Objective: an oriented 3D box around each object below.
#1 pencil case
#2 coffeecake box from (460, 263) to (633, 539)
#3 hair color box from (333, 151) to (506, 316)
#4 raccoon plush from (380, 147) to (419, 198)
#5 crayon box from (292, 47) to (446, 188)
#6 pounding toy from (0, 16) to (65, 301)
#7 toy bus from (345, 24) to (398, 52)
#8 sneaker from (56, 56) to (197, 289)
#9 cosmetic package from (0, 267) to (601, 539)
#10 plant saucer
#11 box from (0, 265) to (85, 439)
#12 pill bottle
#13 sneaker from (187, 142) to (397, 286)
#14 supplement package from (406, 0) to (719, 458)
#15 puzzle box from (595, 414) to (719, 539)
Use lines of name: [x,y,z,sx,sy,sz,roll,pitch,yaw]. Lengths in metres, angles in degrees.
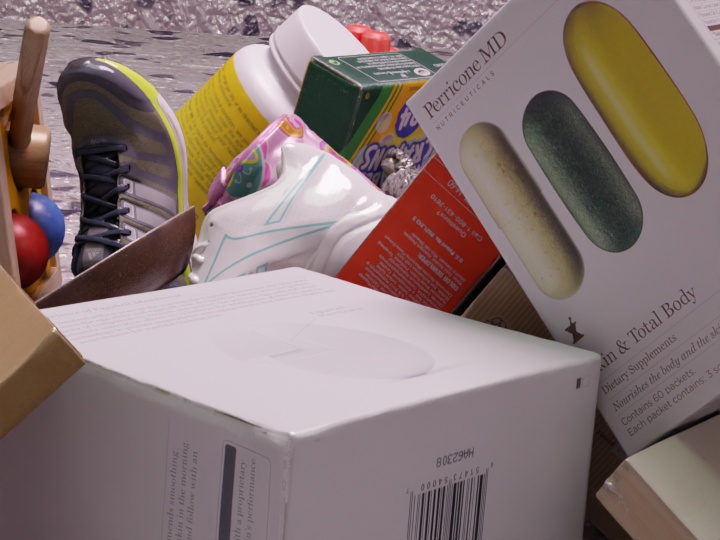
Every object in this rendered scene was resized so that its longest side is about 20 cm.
pencil case: [0.000,0.000,1.098,0.200,0.087,0.087,45,18,1]
coffeecake box: [0.132,0.053,0.987,0.153,0.073,0.200,41,19,5]
hair color box: [0.023,0.013,0.993,0.064,0.200,0.111,41,21,6]
raccoon plush: [0.067,-0.019,1.271,0.096,0.135,0.200,11,15,26]
crayon box: [-0.007,-0.048,1.272,0.051,0.201,0.125,32,27,29]
pounding toy: [-0.242,-0.063,1.168,0.141,0.201,0.184,-4,14,1]
toy bus: [-0.007,-0.099,1.463,0.135,0.193,0.200,-5,15,-29]
sneaker: [-0.148,-0.035,1.159,0.073,0.201,0.081,-8,19,27]
cosmetic package: [-0.034,0.086,0.829,0.199,0.124,0.199,18,19,41]
plant saucer: [-0.169,0.029,1.027,0.200,0.032,0.200,-33,4,3]
box: [-0.212,0.075,0.759,0.200,0.021,0.163,-42,27,-8]
pill bottle: [-0.078,-0.091,1.344,0.114,0.200,0.114,40,21,-20]
sneaker: [-0.068,0.014,1.020,0.080,0.200,0.070,41,-17,3]
supplement package: [0.158,-0.049,0.867,0.150,0.152,0.201,-14,68,-49]
puzzle box: [0.202,0.119,0.840,0.133,0.025,0.200,49,32,20]
